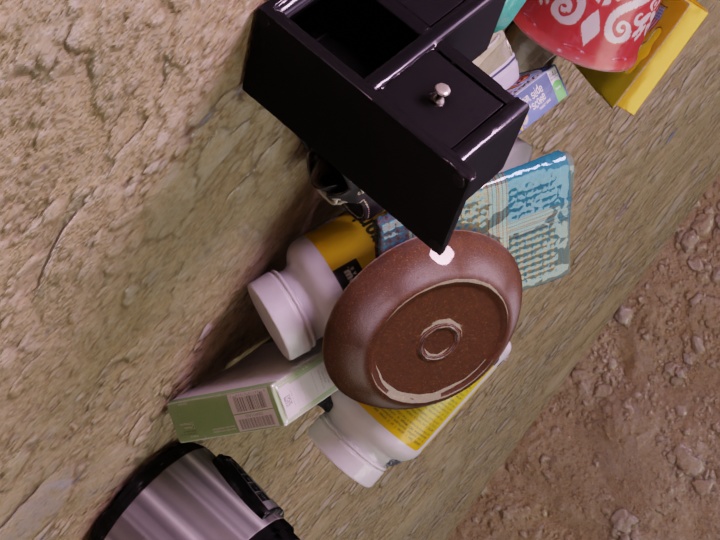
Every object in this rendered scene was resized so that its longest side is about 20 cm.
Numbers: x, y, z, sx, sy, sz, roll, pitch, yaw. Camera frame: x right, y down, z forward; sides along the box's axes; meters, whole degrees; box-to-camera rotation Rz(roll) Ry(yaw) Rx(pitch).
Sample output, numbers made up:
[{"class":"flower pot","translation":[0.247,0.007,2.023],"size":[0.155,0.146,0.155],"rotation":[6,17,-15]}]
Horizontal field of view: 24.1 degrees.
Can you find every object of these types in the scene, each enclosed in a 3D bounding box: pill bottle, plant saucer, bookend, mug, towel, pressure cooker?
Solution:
[{"class":"pill bottle","translation":[0.000,0.000,1.568],"size":[0.200,0.112,0.111],"rotation":[-30,162,-9]},{"class":"pill bottle","translation":[0.044,0.111,1.647],"size":[0.200,0.112,0.112],"rotation":[-48,165,3]},{"class":"plant saucer","translation":[0.064,0.056,1.518],"size":[0.200,0.037,0.201],"rotation":[-15,130,-18]},{"class":"bookend","translation":[0.055,-0.150,1.230],"size":[0.199,0.200,0.092],"rotation":[-39,163,-31]},{"class":"mug","translation":[0.228,-0.315,1.550],"size":[0.133,0.178,0.200],"rotation":[6,128,-25]},{"class":"towel","translation":[0.103,-0.023,1.523],"size":[0.199,0.022,0.147],"rotation":[-19,133,-18]},{"class":"pressure cooker","translation":[-0.156,0.297,1.717],"size":[0.176,0.200,0.179],"rotation":[-31,156,-48]}]

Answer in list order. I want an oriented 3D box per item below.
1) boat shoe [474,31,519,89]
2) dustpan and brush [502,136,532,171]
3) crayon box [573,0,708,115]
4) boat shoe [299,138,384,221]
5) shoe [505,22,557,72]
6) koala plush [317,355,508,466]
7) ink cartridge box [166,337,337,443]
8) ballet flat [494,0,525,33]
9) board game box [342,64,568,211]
[{"class":"boat shoe","translation":[0.067,-0.163,1.519],"size":[0.072,0.062,0.200],"rotation":[0,-151,44]},{"class":"dustpan and brush","translation":[0.112,-0.091,1.713],"size":[0.140,0.057,0.200],"rotation":[-70,162,-2]},{"class":"crayon box","translation":[0.268,-0.241,1.679],"size":[0.127,0.051,0.200],"rotation":[-54,-152,19]},{"class":"boat shoe","translation":[-0.017,-0.090,1.417],"size":[0.060,0.074,0.200],"rotation":[-45,162,-16]},{"class":"shoe","translation":[0.160,-0.182,1.742],"size":[0.070,0.053,0.200],"rotation":[-42,163,-27]},{"class":"koala plush","translation":[0.048,0.084,1.777],"size":[0.200,0.178,0.184],"rotation":[-31,161,9]},{"class":"ink cartridge box","translation":[-0.072,0.100,1.635],"size":[0.145,0.048,0.200],"rotation":[-14,-170,40]},{"class":"ballet flat","translation":[0.145,-0.290,1.422],"size":[0.200,0.067,0.070],"rotation":[-55,150,13]},{"class":"board game box","translation":[0.084,-0.123,1.555],"size":[0.135,0.035,0.200],"rotation":[-9,-157,47]}]
